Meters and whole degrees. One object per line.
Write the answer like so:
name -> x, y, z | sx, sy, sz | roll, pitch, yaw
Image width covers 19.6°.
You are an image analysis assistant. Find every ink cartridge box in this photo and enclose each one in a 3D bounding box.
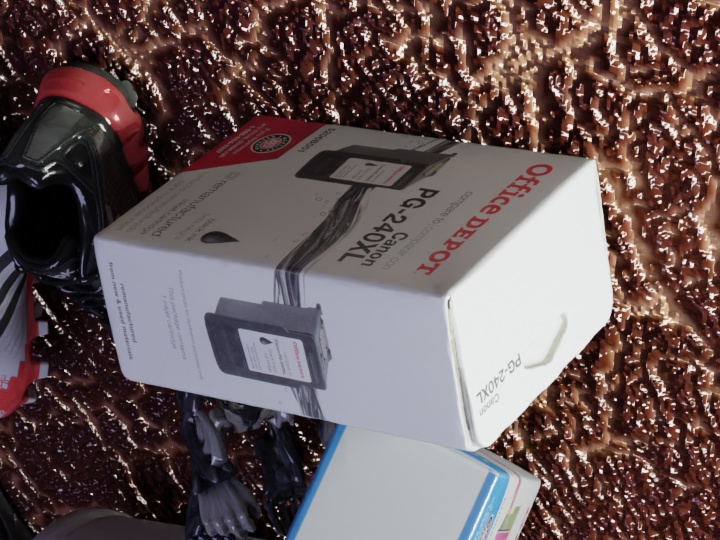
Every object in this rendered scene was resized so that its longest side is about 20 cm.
ink cartridge box -> 0.000, 0.000, 0.983 | 0.199, 0.145, 0.084 | 9, 122, 32
ink cartridge box -> 0.019, 0.150, 1.047 | 0.084, 0.145, 0.200 | 24, 178, 11

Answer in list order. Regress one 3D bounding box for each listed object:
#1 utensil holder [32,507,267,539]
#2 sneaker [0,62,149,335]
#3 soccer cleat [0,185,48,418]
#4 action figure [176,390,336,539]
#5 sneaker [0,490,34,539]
utensil holder -> -0.101, 0.240, 1.285 | 0.199, 0.170, 0.171 | 2, 129, 34
sneaker -> -0.141, -0.008, 1.131 | 0.071, 0.098, 0.201 | 6, 132, 32
soccer cleat -> -0.225, 0.013, 1.218 | 0.085, 0.069, 0.201 | -4, 139, -18
action figure -> -0.049, 0.090, 1.141 | 0.102, 0.118, 0.200 | 59, 158, 29
sneaker -> -0.296, 0.191, 1.436 | 0.076, 0.114, 0.200 | -15, 115, 44
